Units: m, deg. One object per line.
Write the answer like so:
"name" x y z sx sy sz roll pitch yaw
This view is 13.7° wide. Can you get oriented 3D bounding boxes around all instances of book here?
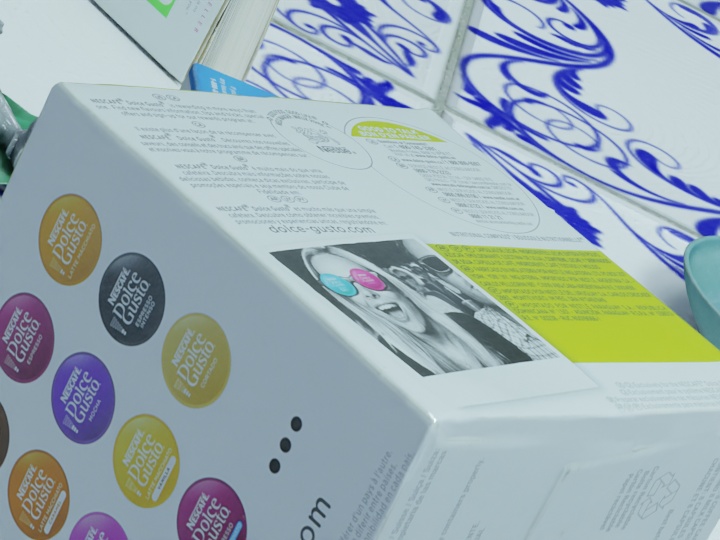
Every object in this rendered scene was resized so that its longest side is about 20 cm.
"book" -0.113 -0.210 1.652 0.048 0.134 0.200 1 33 -48

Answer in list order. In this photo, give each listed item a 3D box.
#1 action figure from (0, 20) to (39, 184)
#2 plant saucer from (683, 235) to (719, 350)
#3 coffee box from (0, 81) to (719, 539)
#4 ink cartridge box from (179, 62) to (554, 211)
"action figure" -0.207 -0.103 1.414 0.118 0.055 0.200 8 25 -36
"plant saucer" 0.258 0.050 1.643 0.200 0.036 0.200 25 21 -10
"coffee box" -0.019 0.071 1.033 0.200 0.200 0.198 -1 35 -50
"ink cartridge box" 0.000 0.000 1.377 0.200 0.084 0.145 21 22 -18
